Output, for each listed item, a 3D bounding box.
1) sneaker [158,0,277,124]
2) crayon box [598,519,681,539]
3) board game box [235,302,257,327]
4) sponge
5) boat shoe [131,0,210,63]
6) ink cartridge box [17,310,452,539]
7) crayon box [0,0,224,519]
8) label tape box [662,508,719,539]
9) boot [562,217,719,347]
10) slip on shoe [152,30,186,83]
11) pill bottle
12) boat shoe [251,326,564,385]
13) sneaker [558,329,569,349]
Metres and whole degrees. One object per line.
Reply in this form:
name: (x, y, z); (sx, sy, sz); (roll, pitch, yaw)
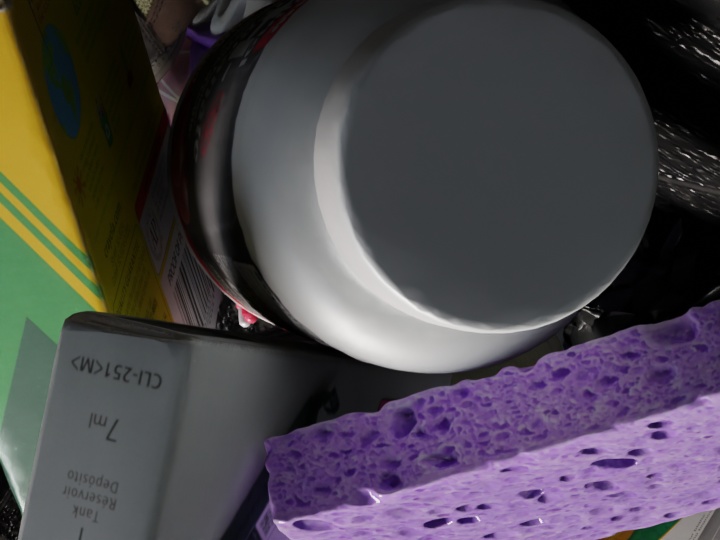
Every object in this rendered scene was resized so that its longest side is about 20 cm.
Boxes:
sneaker: (-0.066, -0.067, 0.919); (0.080, 0.089, 0.200); (33, 177, -24)
crayon box: (0.037, 0.115, 0.922); (0.058, 0.119, 0.200); (51, 165, -2)
board game box: (0.000, 0.000, 0.847); (0.199, 0.039, 0.158); (-3, 169, 17)
sponge: (0.082, 0.043, 0.642); (0.112, 0.199, 0.030); (39, -144, -64)
boat shoe: (-0.130, -0.135, 0.763); (0.200, 0.065, 0.073); (35, 175, -24)
ink cartridge box: (-0.041, 0.106, 0.676); (0.043, 0.174, 0.200); (11, 180, 22)
crayon box: (-0.096, -0.041, 0.691); (0.127, 0.051, 0.201); (-83, -19, -59)
label tape box: (0.157, 0.116, 1.005); (0.063, 0.145, 0.200); (33, 175, -13)
boot: (0.150, 0.077, 0.799); (0.199, 0.073, 0.162); (56, 171, -18)
slip on shoe: (-0.142, -0.120, 0.913); (0.061, 0.076, 0.200); (43, 176, -40)
pill bottle: (0.012, -0.029, 0.649); (0.111, 0.111, 0.200); (33, 175, -12)
boat shoe: (-0.022, 0.055, 0.812); (0.066, 0.199, 0.075); (-4, 104, 57)
sneaker: (0.061, 0.007, 1.061); (0.070, 0.109, 0.200); (26, -157, 33)
